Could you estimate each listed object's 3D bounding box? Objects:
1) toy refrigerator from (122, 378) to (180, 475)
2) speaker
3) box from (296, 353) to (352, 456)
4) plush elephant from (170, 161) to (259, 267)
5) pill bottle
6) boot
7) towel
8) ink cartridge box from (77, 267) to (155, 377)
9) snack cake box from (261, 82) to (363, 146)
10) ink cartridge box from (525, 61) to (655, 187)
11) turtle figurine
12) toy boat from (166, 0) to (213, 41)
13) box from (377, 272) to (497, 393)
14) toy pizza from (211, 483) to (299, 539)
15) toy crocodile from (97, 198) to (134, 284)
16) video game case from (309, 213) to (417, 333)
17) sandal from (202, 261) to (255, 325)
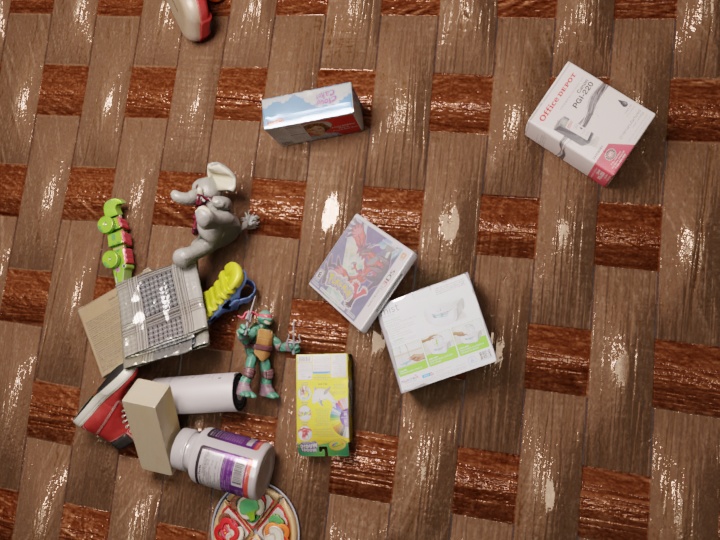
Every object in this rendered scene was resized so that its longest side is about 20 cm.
[{"bbox_3d":[-0.420,0.322,1.254,0.074,0.070,0.204,7,124,11],"label":"toy refrigerator"},{"bbox_3d":[-0.347,0.262,1.294,0.194,0.081,0.084,-6,82,10],"label":"speaker"},{"bbox_3d":[-0.073,0.275,1.254,0.114,0.048,0.206,-2,80,11],"label":"box"},{"bbox_3d":[-0.326,-0.134,1.292,0.156,0.198,0.165,50,133,13],"label":"plush elephant"},{"bbox_3d":[-0.283,0.388,1.249,0.195,0.111,0.114,12,85,13],"label":"pill bottle"},{"bbox_3d":[-0.498,0.293,1.301,0.143,0.073,0.200,39,110,-17],"label":"boot"},{"bbox_3d":[-0.412,0.087,1.263,0.188,0.035,0.204,-16,68,-1],"label":"towel"},{"bbox_3d":[-0.500,0.117,1.346,0.197,0.075,0.168,-28,77,8],"label":"ink cartridge box"},{"bbox_3d":[-0.099,-0.330,1.297,0.195,0.115,0.069,-8,81,10],"label":"snack cake box"},{"bbox_3d":[0.444,-0.287,1.196,0.198,0.085,0.147,36,91,15],"label":"ink cartridge box"},{"bbox_3d":[-0.200,0.160,1.271,0.147,0.100,0.206,10,85,-29],"label":"turtle figurine"},{"bbox_3d":[-0.374,-0.640,1.405,0.128,0.131,0.203,-22,78,-23],"label":"toy boat"},{"bbox_3d":[0.149,0.123,1.200,0.196,0.097,0.181,-21,79,9],"label":"box"},{"bbox_3d":[-0.221,0.542,1.258,0.195,0.032,0.206,-2,83,12],"label":"toy pizza"},{"bbox_3d":[-0.545,-0.062,1.381,0.060,0.067,0.205,-14,80,9],"label":"toy crocodile"},{"bbox_3d":[0.000,0.000,1.235,0.184,0.023,0.199,-55,45,2],"label":"video game case"},{"bbox_3d":[-0.296,0.069,1.309,0.199,0.086,0.081,-37,52,24],"label":"sandal"}]
